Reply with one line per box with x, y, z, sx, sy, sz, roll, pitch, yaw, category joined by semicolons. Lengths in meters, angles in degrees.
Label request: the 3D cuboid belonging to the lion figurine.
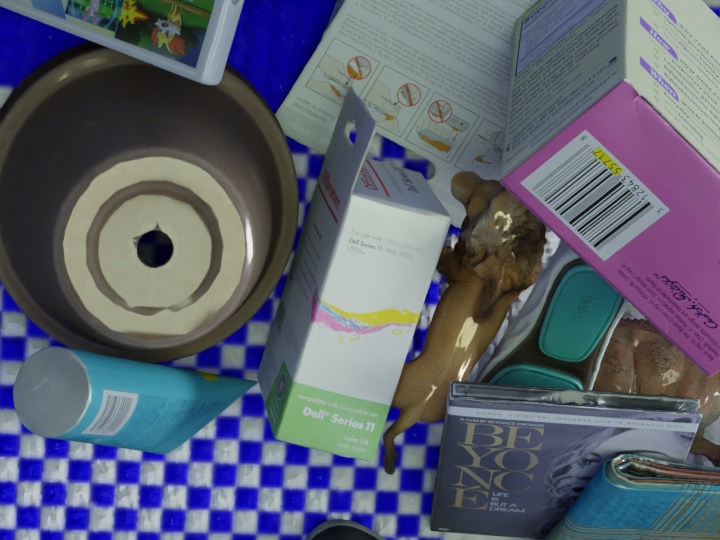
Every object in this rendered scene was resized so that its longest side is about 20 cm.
0.059;0.036;1.346;0.072;0.122;0.201;19;88;-7;lion figurine

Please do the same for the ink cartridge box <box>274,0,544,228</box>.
0.059;-0.143;1.370;0.162;0.050;0.200;27;113;-15;ink cartridge box

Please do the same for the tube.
-0.132;0.081;1.298;0.077;0.200;0.051;-33;71;15;tube

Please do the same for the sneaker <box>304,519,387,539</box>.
0.052;0.238;1.400;0.199;0.106;0.075;26;101;-13;sneaker

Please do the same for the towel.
0.192;0.167;1.388;0.146;0.200;0.022;5;62;-12;towel

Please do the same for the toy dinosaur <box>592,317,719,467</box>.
0.188;0.061;1.411;0.199;0.086;0.136;3;90;6;toy dinosaur

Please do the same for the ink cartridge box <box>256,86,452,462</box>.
0.000;0.000;1.331;0.067;0.117;0.201;15;104;-12;ink cartridge box

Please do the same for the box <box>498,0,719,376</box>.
0.177;-0.073;1.266;0.176;0.200;0.097;41;119;-19;box

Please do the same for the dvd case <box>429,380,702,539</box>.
0.122;0.124;1.351;0.148;0.200;0.016;4;60;0;dvd case

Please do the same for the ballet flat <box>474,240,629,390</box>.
0.117;0.041;1.333;0.069;0.070;0.200;13;135;-13;ballet flat

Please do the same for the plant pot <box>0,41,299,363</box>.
-0.125;-0.031;1.277;0.199;0.175;0.202;-2;101;-9;plant pot

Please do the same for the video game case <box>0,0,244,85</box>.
-0.136;-0.222;1.249;0.199;0.022;0.183;23;101;29;video game case
